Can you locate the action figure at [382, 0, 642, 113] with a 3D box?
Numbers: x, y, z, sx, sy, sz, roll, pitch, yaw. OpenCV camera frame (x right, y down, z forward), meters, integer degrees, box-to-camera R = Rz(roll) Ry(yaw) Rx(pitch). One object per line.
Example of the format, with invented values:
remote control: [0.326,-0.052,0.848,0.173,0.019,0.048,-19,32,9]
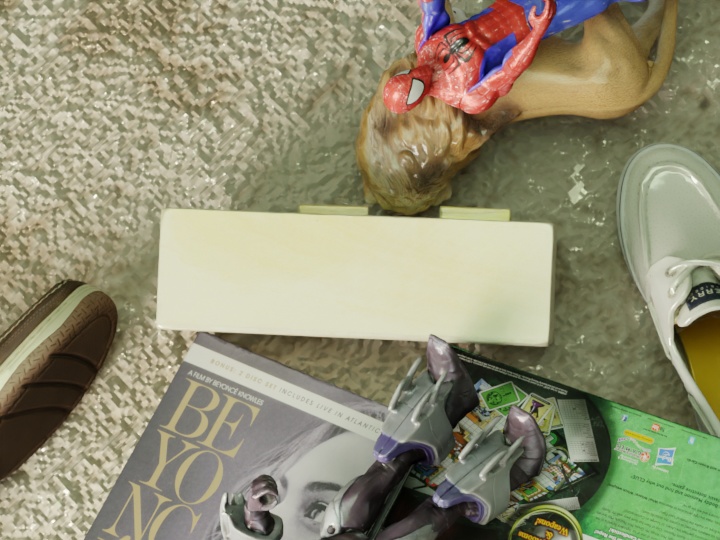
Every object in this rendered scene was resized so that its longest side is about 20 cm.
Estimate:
action figure: [0.092,-0.148,1.507,0.200,0.099,0.065,-35,67,-11]

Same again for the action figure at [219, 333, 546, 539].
action figure: [-0.001,0.131,1.440,0.130,0.069,0.200,34,68,21]

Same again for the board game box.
board game box: [0.107,0.113,1.488,0.200,0.023,0.105,19,78,31]

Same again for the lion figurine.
lion figurine: [0.090,-0.103,1.565,0.200,0.072,0.123,-14,57,11]

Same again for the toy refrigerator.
toy refrigerator: [0.000,0.000,1.532,0.200,0.076,0.070,3,90,6]

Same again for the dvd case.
dvd case: [-0.071,0.141,1.520,0.149,0.016,0.200,21,75,31]

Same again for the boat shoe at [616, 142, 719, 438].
boat shoe: [0.180,0.020,1.517,0.071,0.070,0.200,-15,71,3]

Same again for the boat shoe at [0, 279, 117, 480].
boat shoe: [-0.214,0.077,1.552,0.075,0.075,0.202,36,80,23]
